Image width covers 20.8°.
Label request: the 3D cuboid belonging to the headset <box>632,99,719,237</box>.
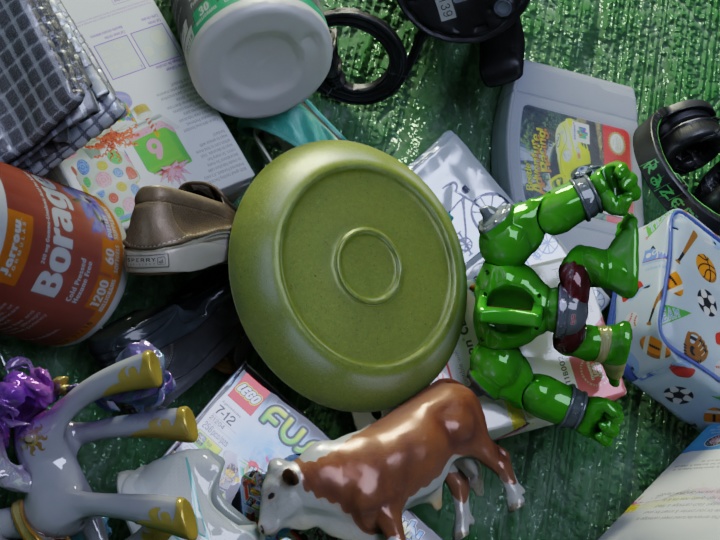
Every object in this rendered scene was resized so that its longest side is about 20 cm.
[{"bbox_3d":[0.310,-0.100,1.695,0.124,0.094,0.200,52,32,5],"label":"headset"}]

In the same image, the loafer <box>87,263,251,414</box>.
[{"bbox_3d":[-0.109,0.044,1.452,0.199,0.073,0.073,-28,103,-32],"label":"loafer"}]

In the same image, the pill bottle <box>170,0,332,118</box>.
[{"bbox_3d":[-0.095,-0.223,1.527,0.112,0.114,0.201,5,43,-24],"label":"pill bottle"}]

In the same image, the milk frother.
[{"bbox_3d":[0.045,-0.243,1.630,0.198,0.182,0.188,0,24,4],"label":"milk frother"}]

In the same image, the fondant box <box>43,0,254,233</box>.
[{"bbox_3d":[-0.192,-0.121,1.490,0.143,0.058,0.201,-24,77,-33],"label":"fondant box"}]

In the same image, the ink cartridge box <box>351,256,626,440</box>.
[{"bbox_3d":[0.088,0.070,1.495,0.198,0.068,0.118,-14,78,-18],"label":"ink cartridge box"}]

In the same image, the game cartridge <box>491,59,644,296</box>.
[{"bbox_3d":[0.175,-0.082,1.666,0.132,0.041,0.202,9,62,-18],"label":"game cartridge"}]

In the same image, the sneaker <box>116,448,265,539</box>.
[{"bbox_3d":[-0.095,0.216,1.340,0.080,0.070,0.202,-24,86,-1],"label":"sneaker"}]

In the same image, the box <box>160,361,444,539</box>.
[{"bbox_3d":[-0.047,0.173,1.410,0.200,0.035,0.110,41,74,-2],"label":"box"}]

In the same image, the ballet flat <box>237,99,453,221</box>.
[{"bbox_3d":[-0.019,-0.072,1.535,0.200,0.067,0.071,40,88,16],"label":"ballet flat"}]

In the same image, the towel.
[{"bbox_3d":[-0.287,-0.150,1.398,0.165,0.086,0.201,-32,80,5],"label":"towel"}]

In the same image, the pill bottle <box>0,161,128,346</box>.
[{"bbox_3d":[-0.256,-0.019,1.324,0.199,0.111,0.113,20,51,-56],"label":"pill bottle"}]

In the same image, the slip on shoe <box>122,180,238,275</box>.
[{"bbox_3d":[-0.111,-0.035,1.426,0.200,0.075,0.061,-12,99,-64],"label":"slip on shoe"}]

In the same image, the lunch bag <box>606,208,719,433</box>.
[{"bbox_3d":[0.292,0.050,1.613,0.199,0.075,0.161,35,47,-27],"label":"lunch bag"}]

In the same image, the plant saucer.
[{"bbox_3d":[0.000,0.000,1.412,0.198,0.031,0.202,7,75,-29],"label":"plant saucer"}]

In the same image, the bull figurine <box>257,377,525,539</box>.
[{"bbox_3d":[0.023,0.151,1.372,0.199,0.065,0.122,-30,89,-32],"label":"bull figurine"}]

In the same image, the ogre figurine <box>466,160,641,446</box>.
[{"bbox_3d":[0.139,0.022,1.428,0.118,0.202,0.098,3,31,-4],"label":"ogre figurine"}]

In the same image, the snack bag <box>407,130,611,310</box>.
[{"bbox_3d":[0.074,0.005,1.559,0.188,0.021,0.200,-38,85,-22],"label":"snack bag"}]

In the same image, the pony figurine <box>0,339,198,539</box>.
[{"bbox_3d":[-0.211,0.118,1.291,0.198,0.166,0.195,-17,79,14],"label":"pony figurine"}]

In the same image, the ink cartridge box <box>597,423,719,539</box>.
[{"bbox_3d":[0.289,0.226,1.480,0.200,0.146,0.147,-38,105,-34],"label":"ink cartridge box"}]
